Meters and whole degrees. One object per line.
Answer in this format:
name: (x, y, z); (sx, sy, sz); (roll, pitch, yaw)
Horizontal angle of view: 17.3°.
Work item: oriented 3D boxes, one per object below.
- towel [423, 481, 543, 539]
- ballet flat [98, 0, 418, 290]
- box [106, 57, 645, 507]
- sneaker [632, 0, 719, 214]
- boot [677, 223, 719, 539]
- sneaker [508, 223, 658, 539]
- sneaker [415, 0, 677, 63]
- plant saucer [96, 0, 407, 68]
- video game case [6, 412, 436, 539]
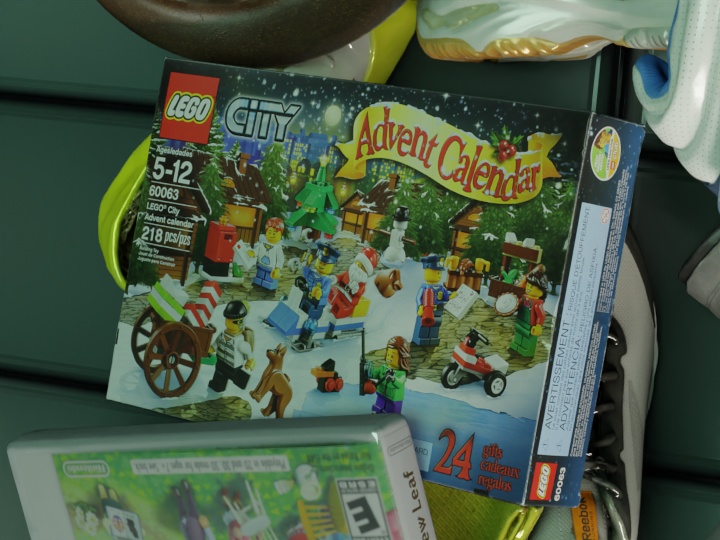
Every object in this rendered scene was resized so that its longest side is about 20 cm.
towel: (-0.007, 0.139, 0.908); (0.086, 0.018, 0.200); (42, 118, 26)
ballet flat: (-0.040, -0.063, 0.970); (0.067, 0.067, 0.200); (37, 110, -12)
box: (0.000, 0.000, 0.870); (0.200, 0.038, 0.137); (10, 92, 38)
sneaker: (0.173, -0.097, 0.777); (0.146, 0.081, 0.200); (35, 123, 6)
boot: (0.158, 0.049, 0.891); (0.200, 0.070, 0.132); (-38, 73, 10)
sneaker: (0.080, 0.067, 0.898); (0.074, 0.079, 0.200); (4, 88, -8)
sneaker: (0.111, -0.125, 0.896); (0.200, 0.076, 0.088); (1, 92, 25)
plant saucer: (-0.051, -0.177, 0.909); (0.200, 0.034, 0.200); (4, 100, 23)
video game case: (-0.041, 0.145, 0.888); (0.200, 0.022, 0.182); (-6, 102, 42)
